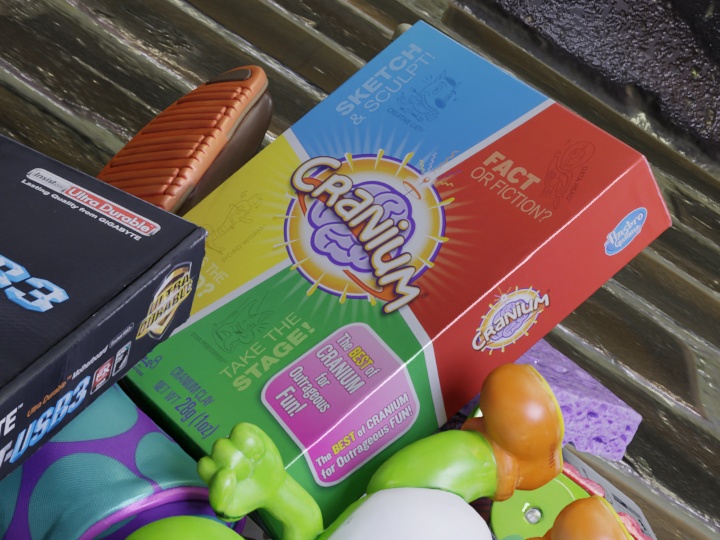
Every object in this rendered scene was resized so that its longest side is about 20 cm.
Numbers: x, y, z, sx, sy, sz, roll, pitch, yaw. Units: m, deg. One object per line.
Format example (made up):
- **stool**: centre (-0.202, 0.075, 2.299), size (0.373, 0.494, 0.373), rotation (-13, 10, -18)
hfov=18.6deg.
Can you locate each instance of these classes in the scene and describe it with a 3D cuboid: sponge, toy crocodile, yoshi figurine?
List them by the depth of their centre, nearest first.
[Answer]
- **yoshi figurine**: centre (-0.010, 0.105, 0.756), size (0.112, 0.199, 0.113), rotation (37, -33, 66)
- **toy crocodile**: centre (0.109, 0.134, 0.941), size (0.200, 0.062, 0.068), rotation (50, -8, 17)
- **sponge**: centre (0.036, 0.024, 1.083), size (0.111, 0.030, 0.200), rotation (15, 17, -48)

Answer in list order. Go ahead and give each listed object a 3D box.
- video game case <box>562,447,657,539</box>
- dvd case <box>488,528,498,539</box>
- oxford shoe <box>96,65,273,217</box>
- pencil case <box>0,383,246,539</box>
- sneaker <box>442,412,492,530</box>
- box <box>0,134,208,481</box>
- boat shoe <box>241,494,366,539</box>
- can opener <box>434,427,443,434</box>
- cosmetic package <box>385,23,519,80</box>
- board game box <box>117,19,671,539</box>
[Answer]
- **video game case**: centre (0.141, 0.173, 1.055), size (0.143, 0.018, 0.201), rotation (39, 19, -50)
- **dvd case**: centre (0.107, 0.189, 0.882), size (0.201, 0.016, 0.149), rotation (56, -4, -23)
- **oxford shoe**: centre (-0.088, -0.002, 0.979), size (0.073, 0.201, 0.071), rotation (43, -24, -30)
- **pencil case**: centre (-0.132, 0.058, 0.846), size (0.200, 0.085, 0.092), rotation (43, 1, 35)
- **sneaker**: centre (0.033, 0.099, 1.109), size (0.097, 0.071, 0.201), rotation (23, 20, -13)
- **box**: centre (-0.187, 0.002, 0.783), size (0.199, 0.050, 0.198), rotation (26, 35, 16)
- **boat shoe**: centre (-0.008, 0.127, 0.944), size (0.071, 0.070, 0.200), rotation (16, -22, 44)
- **can opener**: centre (-0.001, 0.066, 1.047), size (0.053, 0.067, 0.200), rotation (35, 7, -26)
- **cosmetic package**: centre (0.043, -0.043, 1.060), size (0.071, 0.106, 0.200), rotation (22, 14, -14)
- **board game box**: centre (0.000, 0.000, 0.876), size (0.153, 0.200, 0.040), rotation (36, -18, 45)
